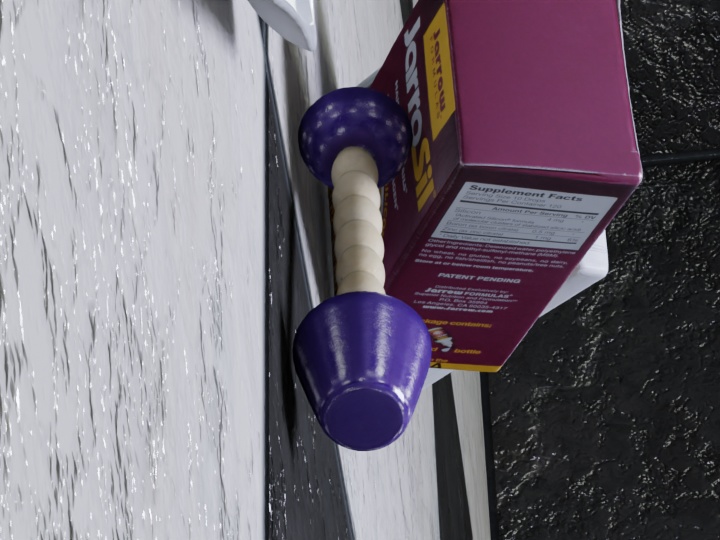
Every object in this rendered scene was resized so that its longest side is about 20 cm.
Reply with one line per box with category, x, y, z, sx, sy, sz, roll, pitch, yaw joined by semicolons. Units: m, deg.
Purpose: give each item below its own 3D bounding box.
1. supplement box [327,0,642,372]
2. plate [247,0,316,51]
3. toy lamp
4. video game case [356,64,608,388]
supplement box;0.052;-0.045;1.378;0.200;0.085;0.111;121;-31;-58
plate;-0.043;-0.180;1.014;0.200;0.032;0.201;28;57;-87
toy lamp;0.000;0.000;1.240;0.200;0.058;0.058;-89;173;-55
video game case;0.055;-0.046;1.532;0.200;0.023;0.182;-35;-128;51
